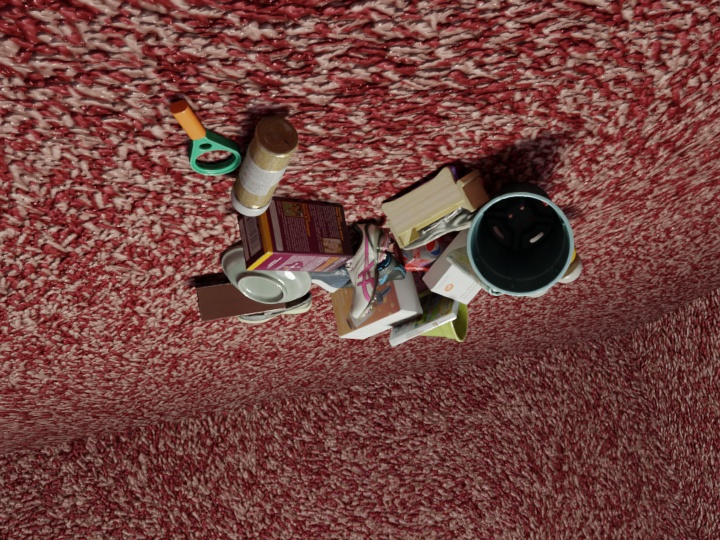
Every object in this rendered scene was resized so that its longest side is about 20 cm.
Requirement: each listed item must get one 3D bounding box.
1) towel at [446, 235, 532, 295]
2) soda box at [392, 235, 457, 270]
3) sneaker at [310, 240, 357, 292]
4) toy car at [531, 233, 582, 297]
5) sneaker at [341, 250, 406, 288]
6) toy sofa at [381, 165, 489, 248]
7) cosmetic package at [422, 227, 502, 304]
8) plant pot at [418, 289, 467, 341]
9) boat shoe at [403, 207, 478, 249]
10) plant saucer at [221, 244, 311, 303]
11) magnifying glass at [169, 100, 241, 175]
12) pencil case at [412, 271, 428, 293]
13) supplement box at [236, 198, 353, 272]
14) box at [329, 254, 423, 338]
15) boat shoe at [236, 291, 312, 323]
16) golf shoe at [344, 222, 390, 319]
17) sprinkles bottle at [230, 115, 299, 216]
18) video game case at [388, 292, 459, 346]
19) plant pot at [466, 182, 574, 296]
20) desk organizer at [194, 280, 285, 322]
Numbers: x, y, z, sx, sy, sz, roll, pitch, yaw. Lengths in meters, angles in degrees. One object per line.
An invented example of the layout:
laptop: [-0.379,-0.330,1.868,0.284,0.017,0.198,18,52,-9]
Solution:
towel: [0.312,-0.017,1.529,0.197,0.049,0.171,-14,-153,-22]
soda box: [0.178,-0.042,1.689,0.197,0.064,0.070,-1,157,-33]
sneaker: [-0.064,-0.025,1.547,0.145,0.078,0.201,-28,153,26]
toy car: [0.438,-0.047,1.745,0.199,0.151,0.175,-30,121,34]
sneaker: [0.018,0.013,1.656,0.198,0.074,0.081,-12,146,44]
toy sofa: [0.144,-0.132,1.393,0.199,0.099,0.083,-28,-178,38]
cosmetic package: [0.260,-0.023,1.660,0.150,0.052,0.201,20,116,-42]
plant pot: [0.187,0.104,1.974,0.181,0.204,0.200,-7,166,22]
boat shoe: [0.166,-0.104,1.532,0.198,0.058,0.067,-21,-163,33]
plant saucer: [-0.202,0.021,1.489,0.196,0.051,0.201,8,147,5]
magnifying glass: [-0.228,-0.187,1.025,0.078,0.023,0.200,-14,161,2]
pencil case: [0.160,0.019,1.834,0.199,0.087,0.083,-29,-165,40]
supplement box: [-0.121,-0.064,1.327,0.198,0.112,0.085,2,158,-39]
box: [0.034,0.067,1.764,0.198,0.155,0.106,-26,159,32]
boat shoe: [-0.215,0.079,1.768,0.197,0.073,0.066,-8,152,-17]
golf shoe: [0.000,0.000,1.498,0.090,0.204,0.073,13,178,-12]
sprinkles bottle: [-0.152,-0.157,1.094,0.067,0.069,0.200,-5,160,-23]
video game case: [0.167,0.105,1.779,0.180,0.023,0.200,-26,-166,21]
plant pot: [0.317,-0.082,1.406,0.197,0.203,0.196,-20,-165,20]
desk organizer: [-0.273,0.060,1.608,0.196,0.079,0.072,-8,-176,-16]
